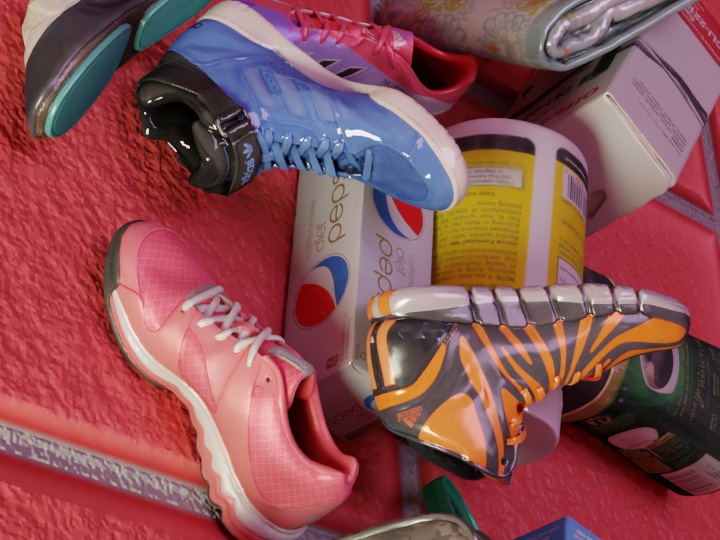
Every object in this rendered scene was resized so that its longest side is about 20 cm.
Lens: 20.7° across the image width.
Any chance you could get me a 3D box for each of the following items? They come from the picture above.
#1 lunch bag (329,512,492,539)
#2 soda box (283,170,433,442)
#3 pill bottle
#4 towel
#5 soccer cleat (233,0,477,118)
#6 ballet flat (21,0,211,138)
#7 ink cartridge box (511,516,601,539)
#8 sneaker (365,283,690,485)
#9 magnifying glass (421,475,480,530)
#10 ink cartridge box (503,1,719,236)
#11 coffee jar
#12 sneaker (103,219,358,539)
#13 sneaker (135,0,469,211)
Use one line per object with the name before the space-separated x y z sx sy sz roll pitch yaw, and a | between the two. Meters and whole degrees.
lunch bag | 0.035 0.243 1.037 0.168 0.139 0.201 44 29 -67
soda box | 0.000 0.000 1.212 0.064 0.068 0.201 32 45 -32
pill bottle | 0.085 0.015 1.256 0.114 0.114 0.201 29 54 -34
towel | 0.140 -0.193 1.382 0.199 0.171 0.048 -26 114 -32
soccer cleat | -0.010 -0.143 1.286 0.199 0.076 0.067 18 54 -42
ballet flat | -0.153 -0.144 1.141 0.073 0.073 0.200 51 44 -11
ink cartridge box | 0.132 0.267 1.189 0.115 0.068 0.201 37 43 -29
sneaker | 0.099 0.068 1.144 0.199 0.078 0.113 -1 80 -13
magnifying glass | 0.077 0.205 1.149 0.080 0.022 0.201 56 9 -48
ink cartridge box | 0.175 -0.109 1.420 0.084 0.144 0.200 49 38 -12
coffee jar | 0.185 0.075 1.360 0.199 0.085 0.105 30 53 -34
sneaker | -0.064 0.052 1.089 0.074 0.087 0.201 -31 91 -54
sneaker | -0.042 -0.072 1.154 0.199 0.077 0.111 34 57 13
